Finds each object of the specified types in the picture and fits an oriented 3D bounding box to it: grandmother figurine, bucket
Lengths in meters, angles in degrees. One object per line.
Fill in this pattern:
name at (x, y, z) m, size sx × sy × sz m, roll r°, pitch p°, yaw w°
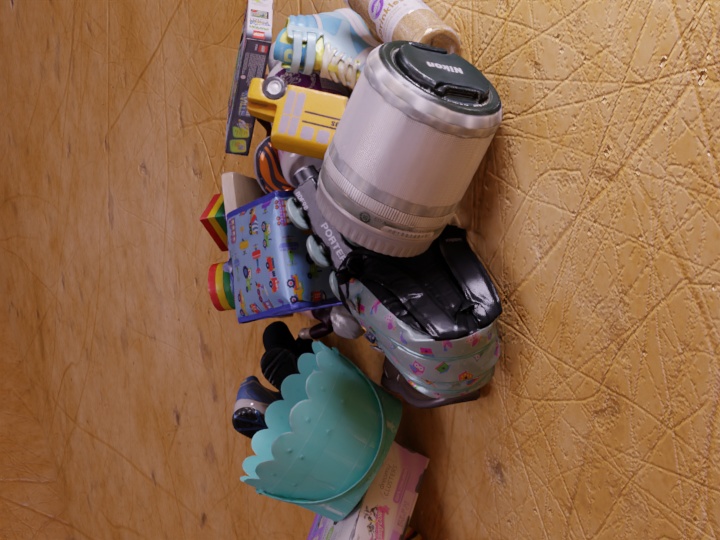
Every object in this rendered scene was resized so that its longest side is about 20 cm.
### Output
grandmother figurine at (-0.050, 0.043, 1.909) m, size 0.200 × 0.060 × 0.122 m, roll 32°, pitch 115°, yaw 55°
bucket at (-0.047, 0.209, 1.726) m, size 0.208 × 0.134 × 0.207 m, roll -59°, pitch 9°, yaw 15°

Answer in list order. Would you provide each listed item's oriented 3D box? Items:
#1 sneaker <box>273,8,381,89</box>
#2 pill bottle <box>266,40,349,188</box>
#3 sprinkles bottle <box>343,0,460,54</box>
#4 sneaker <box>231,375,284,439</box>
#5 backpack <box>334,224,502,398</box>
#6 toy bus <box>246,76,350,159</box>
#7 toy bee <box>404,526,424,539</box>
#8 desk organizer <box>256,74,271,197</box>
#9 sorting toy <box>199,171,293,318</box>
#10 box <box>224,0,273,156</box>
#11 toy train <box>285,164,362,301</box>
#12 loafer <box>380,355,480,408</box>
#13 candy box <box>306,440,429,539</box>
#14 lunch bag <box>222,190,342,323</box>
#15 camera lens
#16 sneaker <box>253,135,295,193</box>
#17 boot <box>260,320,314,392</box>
sneaker at (-0.035, -0.256, 1.705) m, size 0.200 × 0.130 × 0.080 m, roll 53°, pitch 142°, yaw 43°
pill bottle at (-0.067, -0.213, 1.793) m, size 0.113 × 0.111 × 0.201 m, roll 117°, pitch 145°, yaw -50°
sprinkles bottle at (0.044, -0.300, 1.602) m, size 0.200 × 0.068 × 0.069 m, roll 53°, pitch 142°, yaw 45°
sneaker at (-0.099, 0.216, 1.945) m, size 0.075 × 0.200 × 0.077 m, roll -29°, pitch 43°, yaw 28°
backpack at (0.082, 0.047, 1.550) m, size 0.200 × 0.166 × 0.127 m, roll 47°, pitch 154°, yaw 45°
toy bus at (-0.042, -0.178, 1.668) m, size 0.065 × 0.198 × 0.079 m, roll 62°, pitch -139°, yaw -81°
toy bee at (0.064, 0.437, 1.760) m, size 0.131 × 0.108 × 0.202 m, roll 180°, pitch 107°, yaw -72°
desk organizer at (-0.108, -0.176, 1.949) m, size 0.077 × 0.071 × 0.201 m, roll -133°, pitch 42°, yaw -53°
sorting toy at (-0.171, -0.029, 1.984) m, size 0.199 × 0.069 × 0.202 m, roll 10°, pitch -107°, yaw -75°
box at (-0.153, -0.269, 1.868) m, size 0.111 × 0.034 × 0.201 m, roll -92°, pitch 14°, yaw -45°
toy train at (-0.012, -0.045, 1.689) m, size 0.085 × 0.114 × 0.201 m, roll -33°, pitch 85°, yaw 32°
loafer at (0.076, 0.120, 1.648) m, size 0.200 × 0.073 × 0.072 m, roll 11°, pitch 106°, yaw 62°
candy box at (-0.001, 0.328, 1.778) m, size 0.200 × 0.071 × 0.169 m, roll -44°, pitch 21°, yaw 59°
lunch bag at (-0.123, -0.014, 1.795) m, size 0.199 × 0.094 × 0.152 m, roll -13°, pitch 84°, yaw 50°
camera lens at (0.052, -0.137, 1.491) m, size 0.160 × 0.159 × 0.201 m, roll 56°, pitch 131°, yaw 42°
sneaker at (-0.065, -0.094, 1.844) m, size 0.112 × 0.078 × 0.201 m, roll 30°, pitch 158°, yaw 49°
boot at (-0.063, 0.161, 1.939) m, size 0.200 × 0.076 × 0.168 m, roll 43°, pitch -173°, yaw -8°
